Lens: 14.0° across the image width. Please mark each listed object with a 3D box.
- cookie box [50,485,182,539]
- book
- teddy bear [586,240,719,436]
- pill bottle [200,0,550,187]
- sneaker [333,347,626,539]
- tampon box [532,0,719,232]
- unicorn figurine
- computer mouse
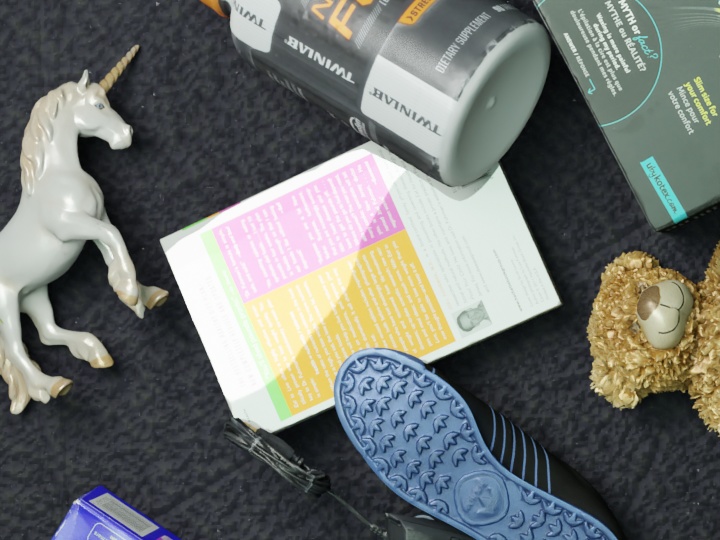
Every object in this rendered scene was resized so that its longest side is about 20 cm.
[{"bbox_3d":[-0.143,0.257,1.705,0.171,0.075,0.200,33,95,6],"label":"cookie box"},{"bbox_3d":[0.000,0.000,1.697,0.200,0.048,0.134,-24,87,6],"label":"book"},{"bbox_3d":[0.229,0.039,1.655,0.200,0.067,0.145,26,92,6],"label":"teddy bear"},{"bbox_3d":[0.000,-0.138,1.653,0.200,0.106,0.106,32,95,22],"label":"pill bottle"},{"bbox_3d":[0.069,0.115,1.670,0.200,0.078,0.070,41,97,2],"label":"sneaker"},{"bbox_3d":[0.219,-0.130,1.623,0.200,0.126,0.150,-27,88,7],"label":"tampon box"},{"bbox_3d":[-0.173,-0.018,1.703,0.200,0.074,0.137,-43,75,12],"label":"unicorn figurine"},{"bbox_3d":[0.010,0.134,1.674,0.200,0.059,0.034,33,88,-12],"label":"computer mouse"}]
